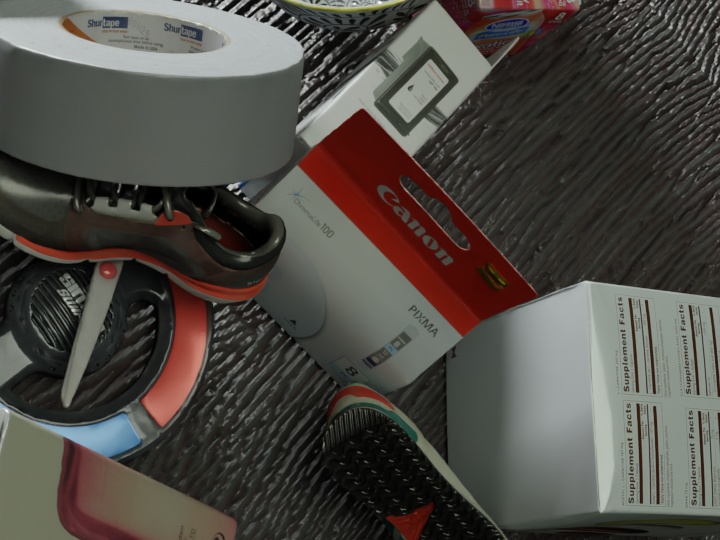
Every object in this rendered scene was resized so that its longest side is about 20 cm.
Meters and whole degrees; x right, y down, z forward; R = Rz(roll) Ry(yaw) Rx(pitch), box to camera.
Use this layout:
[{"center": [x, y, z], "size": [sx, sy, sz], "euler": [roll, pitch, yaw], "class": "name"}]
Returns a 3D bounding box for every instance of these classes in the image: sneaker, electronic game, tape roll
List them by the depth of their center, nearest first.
[{"center": [-0.133, -0.044, 0.777], "size": [0.197, 0.082, 0.078], "euler": [16, 61, -24], "class": "sneaker"}, {"center": [-0.135, -0.116, 0.795], "size": [0.197, 0.200, 0.067], "euler": [-2, 114, -27], "class": "tape roll"}, {"center": [-0.188, 0.029, 0.825], "size": [0.197, 0.042, 0.203], "euler": [8, 72, -25], "class": "electronic game"}, {"center": [0.044, 0.155, 0.884], "size": [0.070, 0.094, 0.201], "euler": [-35, 107, 9], "class": "sneaker"}]

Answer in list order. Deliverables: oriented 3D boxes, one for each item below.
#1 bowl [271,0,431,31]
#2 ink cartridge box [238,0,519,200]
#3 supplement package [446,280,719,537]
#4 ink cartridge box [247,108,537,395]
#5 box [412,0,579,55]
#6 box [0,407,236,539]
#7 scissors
[{"center": [-0.005, -0.243, 0.945], "size": [0.197, 0.095, 0.204], "euler": [-1, 63, 2], "class": "bowl"}, {"center": [0.015, -0.114, 0.925], "size": [0.068, 0.116, 0.200], "euler": [47, 60, -9], "class": "ink cartridge box"}, {"center": [0.190, 0.108, 0.911], "size": [0.197, 0.191, 0.150], "euler": [7, 74, -24], "class": "supplement package"}, {"center": [0.000, 0.000, 0.837], "size": [0.160, 0.200, 0.047], "euler": [46, 59, -8], "class": "ink cartridge box"}, {"center": [0.090, -0.280, 1.020], "size": [0.098, 0.095, 0.203], "euler": [-5, 79, -29], "class": "box"}, {"center": [-0.179, 0.155, 0.698], "size": [0.200, 0.126, 0.111], "euler": [41, 56, -50], "class": "box"}, {"center": [-0.151, -0.008, 0.817], "size": [0.072, 0.014, 0.203], "euler": [11, 62, -29], "class": "scissors"}]
